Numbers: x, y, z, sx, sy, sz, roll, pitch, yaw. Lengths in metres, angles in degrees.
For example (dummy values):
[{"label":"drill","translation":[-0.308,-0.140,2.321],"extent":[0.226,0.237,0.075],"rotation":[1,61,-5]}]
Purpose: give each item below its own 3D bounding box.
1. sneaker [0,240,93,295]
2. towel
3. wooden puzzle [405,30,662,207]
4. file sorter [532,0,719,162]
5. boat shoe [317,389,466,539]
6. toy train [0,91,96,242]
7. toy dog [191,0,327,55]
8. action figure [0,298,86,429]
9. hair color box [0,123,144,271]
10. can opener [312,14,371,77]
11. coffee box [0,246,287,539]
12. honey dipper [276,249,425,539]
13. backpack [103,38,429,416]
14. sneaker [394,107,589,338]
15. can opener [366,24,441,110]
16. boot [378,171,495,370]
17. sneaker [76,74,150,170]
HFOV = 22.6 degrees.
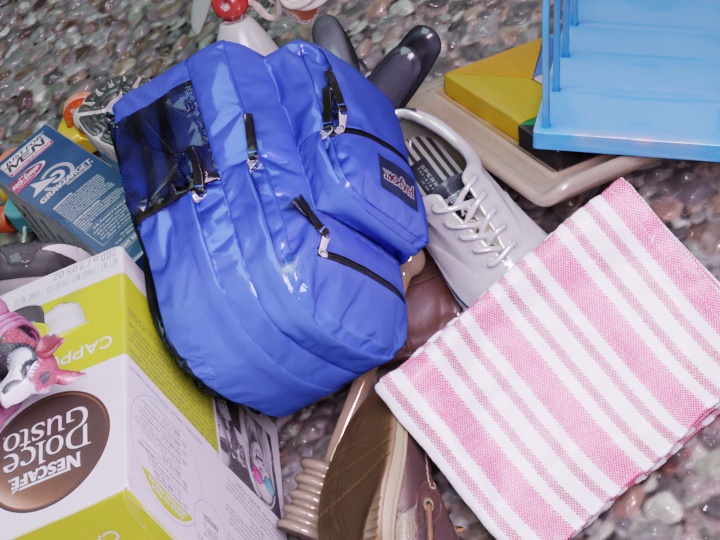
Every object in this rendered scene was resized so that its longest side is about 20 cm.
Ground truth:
[{"label":"sneaker","translation":[-0.208,0.048,1.224],"extent":[0.074,0.200,0.080],"rotation":[-3,60,3]},{"label":"towel","translation":[0.126,0.058,1.047],"extent":[0.200,0.030,0.146],"rotation":[-40,78,-8]},{"label":"wooden puzzle","translation":[0.143,-0.117,1.212],"extent":[0.185,0.037,0.200],"rotation":[-23,34,-24]},{"label":"file sorter","translation":[0.195,-0.175,1.158],"extent":[0.139,0.123,0.200],"rotation":[6,36,12]},{"label":"boat shoe","translation":[0.023,0.161,1.051],"extent":[0.072,0.072,0.200],"rotation":[-39,36,39]},{"label":"toy train","translation":[-0.216,-0.095,1.455],"extent":[0.200,0.056,0.150],"rotation":[-43,41,-11]},{"label":"toy dog","translation":[-0.074,-0.168,1.337],"extent":[0.132,0.200,0.096],"rotation":[14,18,14]},{"label":"action figure","translation":[-0.241,0.057,1.015],"extent":[0.200,0.134,0.149],"rotation":[0,8,17]},{"label":"hair color box","translation":[-0.174,-0.023,1.273],"extent":[0.061,0.100,0.200],"rotation":[-44,42,-14]},{"label":"can opener","translation":[-0.001,-0.114,1.334],"extent":[0.053,0.066,0.200],"rotation":[-32,46,2]},{"label":"coffee box","translation":[-0.176,0.146,1.087],"extent":[0.200,0.200,0.198],"rotation":[-23,42,13]},{"label":"honey dipper","translation":[0.000,0.074,1.128],"extent":[0.038,0.038,0.200],"rotation":[11,74,39]},{"label":"backpack","translation":[-0.050,-0.025,1.086],"extent":[0.168,0.162,0.200],"rotation":[-28,58,27]},{"label":"sneaker","translation":[0.069,-0.025,1.120],"extent":[0.073,0.071,0.200],"rotation":[-41,56,-3]},{"label":"can opener","translation":[-0.004,-0.096,1.209],"extent":[0.200,0.079,0.063],"rotation":[-43,14,54]},{"label":"boot","translation":[0.000,0.000,1.224],"extent":[0.200,0.064,0.186],"rotation":[-18,43,20]},{"label":"sneaker","translation":[-0.115,-0.062,1.294],"extent":[0.078,0.090,0.200],"rotation":[-42,62,-16]}]
